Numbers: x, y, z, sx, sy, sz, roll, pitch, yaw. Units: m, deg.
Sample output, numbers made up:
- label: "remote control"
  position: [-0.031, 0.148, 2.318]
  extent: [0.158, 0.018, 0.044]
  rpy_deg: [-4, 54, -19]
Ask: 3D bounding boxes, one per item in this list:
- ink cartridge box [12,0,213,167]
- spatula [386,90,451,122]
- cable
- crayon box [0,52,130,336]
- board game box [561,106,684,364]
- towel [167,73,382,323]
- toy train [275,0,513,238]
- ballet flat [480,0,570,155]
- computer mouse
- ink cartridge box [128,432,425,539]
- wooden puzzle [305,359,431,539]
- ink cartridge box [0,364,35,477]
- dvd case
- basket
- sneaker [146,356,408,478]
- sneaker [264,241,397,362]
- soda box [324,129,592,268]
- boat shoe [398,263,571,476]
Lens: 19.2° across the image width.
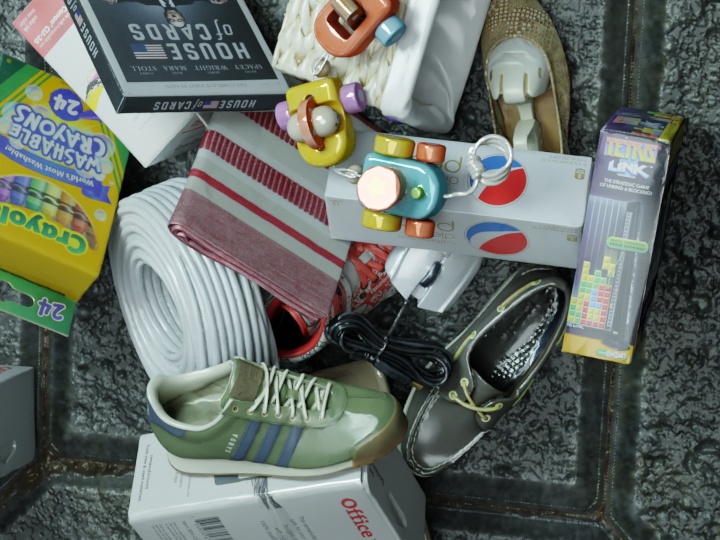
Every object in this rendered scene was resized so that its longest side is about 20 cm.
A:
- label: "ink cartridge box"
  position: [-0.173, -0.154, 1.725]
  extent: [0.200, 0.116, 0.067]
  rpy_deg: [47, 110, 4]
- label: "spatula"
  position: [-0.019, -0.156, 1.738]
  extent: [0.198, 0.021, 0.057]
  rpy_deg: [9, 95, 13]
- label: "cable"
  position: [-0.139, 0.027, 1.714]
  extent: [0.069, 0.200, 0.202]
  rpy_deg: [-19, 112, -24]
- label: "crayon box"
  position: [-0.259, -0.062, 1.700]
  extent: [0.125, 0.201, 0.052]
  rpy_deg: [23, 144, -19]
- label: "board game box"
  position: [0.200, -0.031, 1.609]
  extent: [0.056, 0.200, 0.167]
  rpy_deg: [10, 100, 10]
- label: "towel"
  position: [-0.063, -0.070, 1.666]
  extent: [0.144, 0.201, 0.023]
  rpy_deg: [33, 139, -18]
- label: "toy train"
  position: [0.012, -0.120, 1.552]
  extent: [0.150, 0.056, 0.200]
  rpy_deg: [-42, 78, 22]
- label: "ballet flat"
  position: [0.133, -0.121, 1.683]
  extent: [0.070, 0.065, 0.202]
  rpy_deg: [-10, 95, 17]
- label: "computer mouse"
  position: [0.058, -0.010, 1.678]
  extent: [0.109, 0.044, 0.201]
  rpy_deg: [30, 75, -17]
- label: "ink cartridge box"
  position: [-0.062, 0.187, 1.687]
  extent: [0.198, 0.085, 0.146]
  rpy_deg: [-10, 139, 18]
- label: "wooden puzzle"
  position: [-0.044, 0.181, 1.785]
  extent: [0.199, 0.046, 0.187]
  rpy_deg: [-14, 94, 19]
- label: "ink cartridge box"
  position: [-0.393, 0.127, 1.808]
  extent: [0.198, 0.146, 0.087]
  rpy_deg: [2, 97, 13]
- label: "dvd case"
  position: [-0.156, -0.202, 1.664]
  extent: [0.201, 0.149, 0.025]
  rpy_deg: [62, 139, 31]
- label: "basket"
  position: [0.027, -0.221, 1.650]
  extent: [0.123, 0.135, 0.202]
  rpy_deg: [19, 94, 18]
- label: "sneaker"
  position: [-0.071, 0.104, 1.595]
  extent: [0.199, 0.067, 0.090]
  rpy_deg: [-6, 137, 21]
- label: "sneaker"
  position: [0.000, 0.001, 1.712]
  extent: [0.201, 0.108, 0.067]
  rpy_deg: [-41, 88, 16]
- label: "soda box"
  position: [0.076, -0.055, 1.626]
  extent: [0.198, 0.068, 0.064]
  rpy_deg: [7, 62, 8]
- label: "boat shoe"
  position: [0.098, 0.082, 1.702]
  extent: [0.071, 0.061, 0.202]
  rpy_deg: [35, 93, -9]
